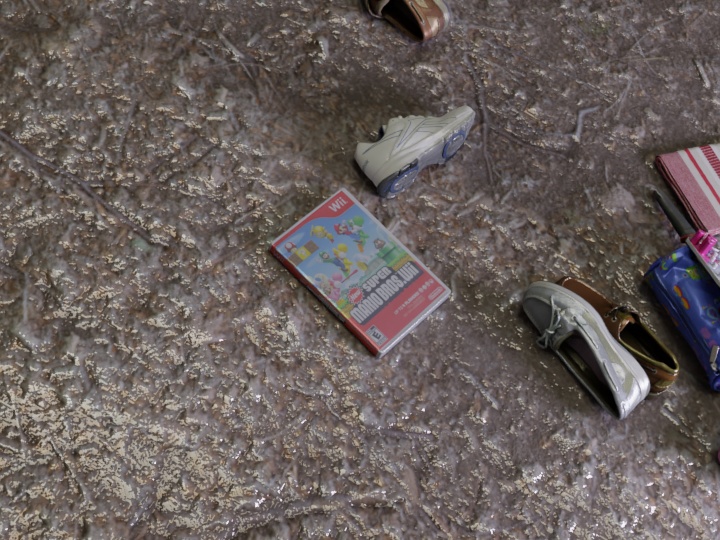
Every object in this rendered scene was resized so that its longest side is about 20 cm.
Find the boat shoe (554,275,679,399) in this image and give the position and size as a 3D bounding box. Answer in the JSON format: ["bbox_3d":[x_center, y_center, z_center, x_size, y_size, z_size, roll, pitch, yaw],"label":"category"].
[{"bbox_3d":[0.331,0.072,1.734,0.200,0.068,0.072,43,56,12],"label":"boat shoe"}]

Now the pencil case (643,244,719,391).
[{"bbox_3d":[0.449,0.063,1.772,0.086,0.078,0.202,0,54,-45],"label":"pencil case"}]

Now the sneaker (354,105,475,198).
[{"bbox_3d":[0.076,-0.179,1.812,0.199,0.075,0.087,-32,67,-33],"label":"sneaker"}]

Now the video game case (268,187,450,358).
[{"bbox_3d":[0.000,0.000,1.703,0.200,0.018,0.143,44,56,12],"label":"video game case"}]

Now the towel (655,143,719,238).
[{"bbox_3d":[0.537,-0.124,1.958,0.197,0.023,0.145,-12,61,-26],"label":"towel"}]

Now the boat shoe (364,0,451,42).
[{"bbox_3d":[0.038,-0.403,1.941,0.199,0.076,0.072,37,57,9],"label":"boat shoe"}]

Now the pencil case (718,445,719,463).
[{"bbox_3d":[0.533,0.185,1.719,0.087,0.088,0.200,40,54,10],"label":"pencil case"}]

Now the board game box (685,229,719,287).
[{"bbox_3d":[0.542,0.038,1.771,0.198,0.026,0.201,19,30,-33],"label":"board game box"}]

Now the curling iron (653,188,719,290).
[{"bbox_3d":[0.453,-0.035,1.863,0.025,0.050,0.202,-11,57,-25],"label":"curling iron"}]

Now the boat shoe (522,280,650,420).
[{"bbox_3d":[0.276,0.098,1.699,0.202,0.075,0.065,48,52,7],"label":"boat shoe"}]
